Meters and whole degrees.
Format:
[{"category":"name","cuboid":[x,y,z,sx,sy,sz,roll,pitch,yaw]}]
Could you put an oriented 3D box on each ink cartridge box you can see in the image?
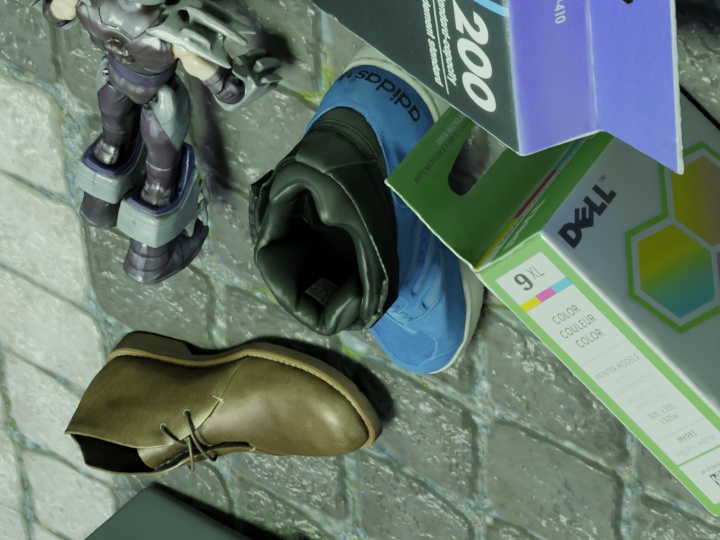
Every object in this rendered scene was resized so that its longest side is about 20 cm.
[{"category":"ink cartridge box","cuboid":[0.119,-0.007,1.218,0.200,0.104,0.059,45,147,-6]},{"category":"ink cartridge box","cuboid":[0.041,-0.146,1.132,0.200,0.043,0.199,36,148,39]}]

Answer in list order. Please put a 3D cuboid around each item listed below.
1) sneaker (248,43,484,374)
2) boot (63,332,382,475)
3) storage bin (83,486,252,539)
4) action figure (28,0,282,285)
[{"category":"sneaker","cuboid":[-0.001,-0.001,1.341,0.076,0.111,0.201,25,145,22]},{"category":"boot","cuboid":[-0.074,0.083,1.552,0.199,0.076,0.074,2,130,43]},{"category":"storage bin","cuboid":[-0.098,0.232,1.709,0.134,0.145,0.201,29,147,35]},{"category":"action figure","cuboid":[-0.102,-0.091,1.384,0.130,0.069,0.201,35,144,22]}]
